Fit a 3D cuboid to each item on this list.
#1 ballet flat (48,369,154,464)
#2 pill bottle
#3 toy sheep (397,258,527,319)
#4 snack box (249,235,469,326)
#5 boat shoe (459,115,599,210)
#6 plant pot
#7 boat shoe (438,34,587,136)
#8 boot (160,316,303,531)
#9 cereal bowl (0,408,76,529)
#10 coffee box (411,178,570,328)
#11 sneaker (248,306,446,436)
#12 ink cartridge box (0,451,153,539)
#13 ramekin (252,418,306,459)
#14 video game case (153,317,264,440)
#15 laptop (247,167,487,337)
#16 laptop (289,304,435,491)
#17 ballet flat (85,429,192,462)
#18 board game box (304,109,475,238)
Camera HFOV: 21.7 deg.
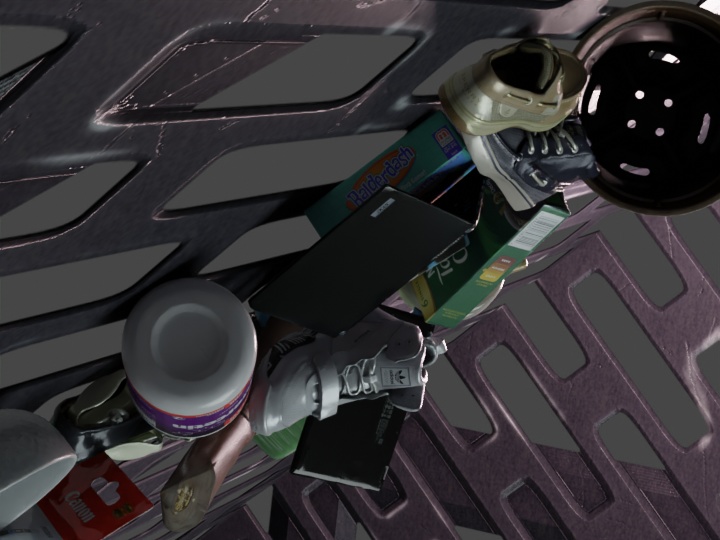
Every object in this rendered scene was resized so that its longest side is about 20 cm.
[{"bbox_3d":[-0.203,0.114,1.730,0.199,0.073,0.073,-25,168,-32],"label":"ballet flat"},{"bbox_3d":[-0.146,0.080,1.602,0.112,0.113,0.200,-34,172,-11],"label":"pill bottle"},{"bbox_3d":[0.101,-0.006,2.098,0.137,0.139,0.200,-32,177,-22],"label":"toy sheep"},{"bbox_3d":[0.000,0.000,1.862,0.199,0.037,0.116,-31,-162,-34],"label":"snack box"},{"bbox_3d":[0.148,-0.120,1.656,0.092,0.075,0.200,-22,159,14],"label":"boat shoe"},{"bbox_3d":[0.292,-0.157,1.847,0.200,0.201,0.198,-36,179,7],"label":"plant pot"},{"bbox_3d":[0.144,-0.162,1.584,0.065,0.073,0.199,-40,166,35],"label":"boat shoe"},{"bbox_3d":[-0.110,0.133,1.728,0.187,0.064,0.200,-62,173,35],"label":"boot"},{"bbox_3d":[-0.326,0.171,1.473,0.199,0.084,0.200,-35,171,-6],"label":"cereal bowl"},{"bbox_3d":[0.120,-0.047,1.906,0.044,0.124,0.200,11,137,-38],"label":"coffee box"},{"bbox_3d":[-0.010,0.094,1.692,0.200,0.114,0.076,-39,136,-45],"label":"sneaker"},{"bbox_3d":[-0.297,0.213,1.634,0.199,0.048,0.160,-29,-156,-16],"label":"ink cartridge box"},{"bbox_3d":[-0.060,0.118,2.094,0.200,0.098,0.200,-41,-177,3],"label":"ramekin"},{"bbox_3d":[-0.155,0.109,1.961,0.180,0.026,0.200,-38,176,-7],"label":"video game case"},{"bbox_3d":[0.011,-0.035,1.651,0.177,0.103,0.201,-38,-164,27],"label":"laptop"},{"bbox_3d":[-0.003,0.122,1.971,0.199,0.115,0.189,16,93,-42],"label":"laptop"},{"bbox_3d":[-0.193,0.144,1.800,0.198,0.070,0.069,-18,164,-30],"label":"ballet flat"},{"bbox_3d":[0.038,-0.075,1.718,0.151,0.045,0.200,-36,173,7],"label":"board game box"}]
